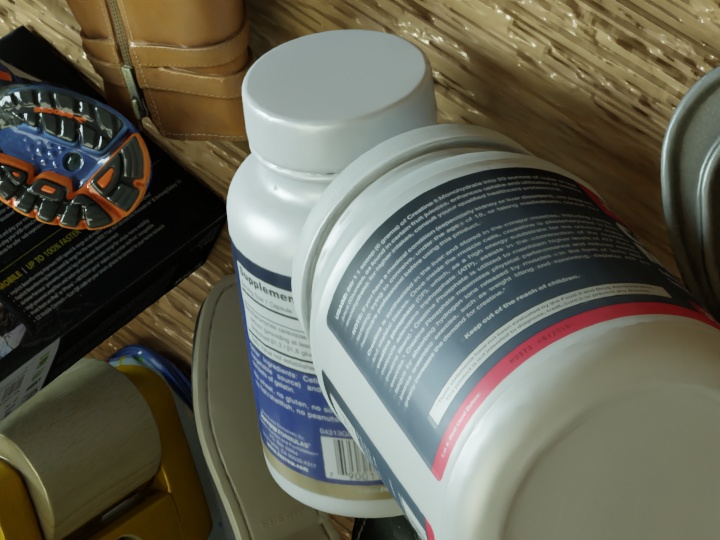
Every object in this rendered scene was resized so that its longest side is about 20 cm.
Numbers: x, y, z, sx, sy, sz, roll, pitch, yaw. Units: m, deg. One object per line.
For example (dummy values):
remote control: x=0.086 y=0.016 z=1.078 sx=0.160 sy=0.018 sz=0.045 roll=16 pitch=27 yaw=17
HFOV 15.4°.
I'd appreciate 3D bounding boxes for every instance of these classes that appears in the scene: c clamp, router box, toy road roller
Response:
c clamp: x=0.208 y=-0.002 z=1.009 sx=0.199 sy=0.027 sz=0.172 roll=5 pitch=99 yaw=19
router box: x=-0.182 y=-0.017 z=1.290 sx=0.149 sy=0.200 sz=0.051 roll=42 pitch=138 yaw=11
toy road roller: x=-0.160 y=0.147 z=1.341 sx=0.145 sy=0.123 sz=0.201 roll=5 pitch=117 yaw=42

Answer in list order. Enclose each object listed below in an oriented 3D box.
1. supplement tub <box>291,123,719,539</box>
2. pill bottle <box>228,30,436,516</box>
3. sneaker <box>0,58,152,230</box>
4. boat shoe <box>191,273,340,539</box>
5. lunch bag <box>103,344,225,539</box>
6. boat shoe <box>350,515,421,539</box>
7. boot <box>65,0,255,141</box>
supplement tub: x=0.063 y=0.040 z=1.041 sx=0.200 sy=0.140 sz=0.141 roll=-127 pitch=25 yaw=-53
pill bottle: x=0.000 y=0.000 z=1.193 sx=0.111 sy=0.111 sz=0.201 roll=18 pitch=130 yaw=33
sneaker: x=-0.186 y=-0.071 z=1.254 sx=0.199 sy=0.078 sz=0.076 roll=27 pitch=95 yaw=9
boat shoe: x=-0.052 y=0.104 z=1.331 sx=0.063 sy=0.072 sz=0.201 roll=-26 pitch=75 yaw=62
lunch bag: x=-0.135 y=0.145 z=1.459 sx=0.161 sy=0.082 sz=0.200 roll=52 pitch=137 yaw=1
boat shoe: x=0.015 y=0.180 z=1.360 sx=0.073 sy=0.068 sz=0.200 roll=26 pitch=134 yaw=26
boot: x=-0.071 y=-0.125 z=1.200 sx=0.199 sy=0.077 sz=0.156 roll=11 pitch=125 yaw=41
